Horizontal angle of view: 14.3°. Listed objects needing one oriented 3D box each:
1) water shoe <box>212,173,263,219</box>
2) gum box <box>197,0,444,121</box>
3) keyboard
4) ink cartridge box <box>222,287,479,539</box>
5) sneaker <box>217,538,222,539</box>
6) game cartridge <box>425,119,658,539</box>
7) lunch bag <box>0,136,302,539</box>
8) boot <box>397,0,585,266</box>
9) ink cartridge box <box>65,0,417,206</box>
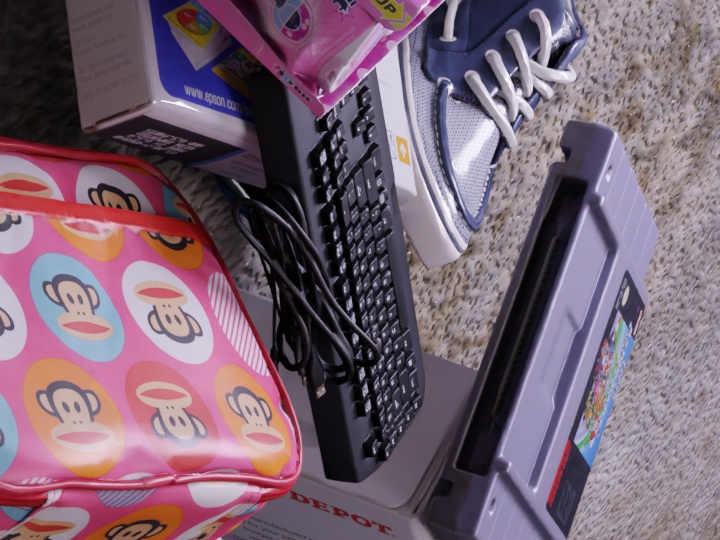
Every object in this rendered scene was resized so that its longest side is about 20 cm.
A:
[{"bbox_3d":[-0.029,-0.038,1.270,0.071,0.079,0.200,-32,150,10],"label":"water shoe"},{"bbox_3d":[-0.004,-0.146,1.066,0.066,0.113,0.200,-45,-179,34],"label":"gum box"},{"bbox_3d":[0.000,0.000,1.113,0.104,0.039,0.201,-49,139,-41],"label":"keyboard"},{"bbox_3d":[-0.003,0.109,1.379,0.084,0.144,0.200,-61,155,-25],"label":"ink cartridge box"},{"bbox_3d":[-0.130,0.077,1.162,0.077,0.146,0.202,-51,-163,-2],"label":"sneaker"},{"bbox_3d":[0.090,0.047,1.327,0.201,0.038,0.130,-70,154,-16],"label":"game cartridge"},{"bbox_3d":[-0.123,0.020,1.028,0.082,0.177,0.199,-37,156,28],"label":"lunch bag"},{"bbox_3d":[0.056,-0.087,1.302,0.201,0.090,0.073,-93,160,-49],"label":"boot"},{"bbox_3d":[-0.052,-0.135,1.130,0.197,0.047,0.201,15,62,-57],"label":"ink cartridge box"}]
